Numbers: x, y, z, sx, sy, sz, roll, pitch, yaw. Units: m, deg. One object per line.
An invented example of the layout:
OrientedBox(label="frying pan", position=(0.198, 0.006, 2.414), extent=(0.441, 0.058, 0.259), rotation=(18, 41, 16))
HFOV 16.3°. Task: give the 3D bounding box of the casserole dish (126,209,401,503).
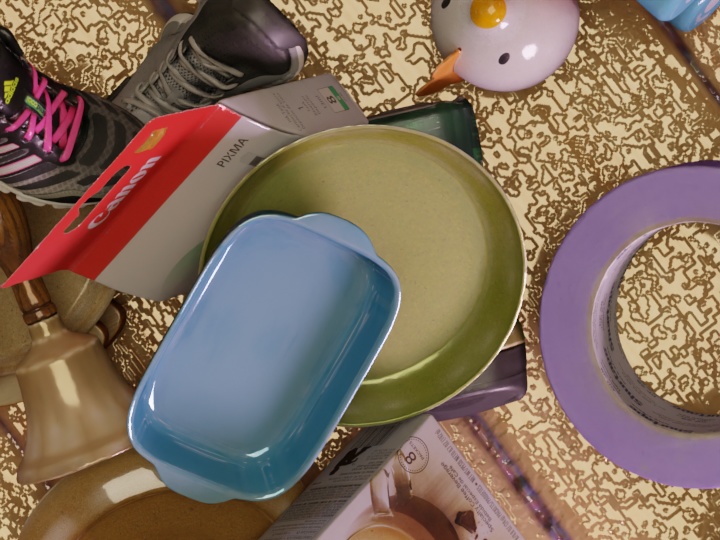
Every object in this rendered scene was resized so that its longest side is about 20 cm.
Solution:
OrientedBox(label="casserole dish", position=(-0.059, 0.047, 1.493), extent=(0.121, 0.039, 0.200), rotation=(24, 108, -19))

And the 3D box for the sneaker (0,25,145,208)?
OrientedBox(label="sneaker", position=(-0.206, -0.095, 1.464), extent=(0.199, 0.087, 0.074), rotation=(22, 70, -16))

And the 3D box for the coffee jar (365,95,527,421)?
OrientedBox(label="coffee jar", position=(0.042, -0.004, 1.604), extent=(0.104, 0.085, 0.201), rotation=(-13, 92, 3))

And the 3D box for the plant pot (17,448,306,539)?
OrientedBox(label="plant pot", position=(-0.120, 0.191, 1.587), extent=(0.199, 0.028, 0.201), rotation=(-7, 125, -10))

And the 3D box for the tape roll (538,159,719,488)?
OrientedBox(label="tape roll", position=(0.217, 0.032, 1.577), extent=(0.199, 0.085, 0.201), rotation=(2, 96, 17))

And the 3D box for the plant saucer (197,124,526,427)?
OrientedBox(label="plant saucer", position=(0.000, 0.000, 1.519), extent=(0.199, 0.031, 0.201), rotation=(-3, 115, -7))

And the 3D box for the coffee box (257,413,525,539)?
OrientedBox(label="coffee box", position=(-0.005, 0.196, 1.540), extent=(0.200, 0.080, 0.113), rotation=(-46, 107, -29))

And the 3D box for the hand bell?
OrientedBox(label="hand bell", position=(-0.200, 0.019, 1.538), extent=(0.104, 0.104, 0.201), rotation=(-22, 96, 2))

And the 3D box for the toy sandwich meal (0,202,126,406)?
OrientedBox(label="toy sandwich meal", position=(-0.229, -0.017, 1.622), extent=(0.204, 0.070, 0.206), rotation=(-1, 86, 11))

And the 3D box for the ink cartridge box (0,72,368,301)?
OrientedBox(label="ink cartridge box", position=(-0.102, -0.040, 1.510), extent=(0.050, 0.200, 0.161), rotation=(50, 120, 10))

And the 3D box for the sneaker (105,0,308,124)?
OrientedBox(label="sneaker", position=(-0.106, -0.107, 1.539), extent=(0.075, 0.200, 0.116), rotation=(43, 74, -10))

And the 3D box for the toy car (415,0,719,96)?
OrientedBox(label="toy car", position=(0.102, -0.178, 1.562), extent=(0.184, 0.177, 0.200), rotation=(42, 101, 10))

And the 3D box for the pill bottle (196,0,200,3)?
OrientedBox(label="pill bottle", position=(-0.047, -0.265, 1.584), extent=(0.200, 0.114, 0.114), rotation=(-33, 91, 1))
